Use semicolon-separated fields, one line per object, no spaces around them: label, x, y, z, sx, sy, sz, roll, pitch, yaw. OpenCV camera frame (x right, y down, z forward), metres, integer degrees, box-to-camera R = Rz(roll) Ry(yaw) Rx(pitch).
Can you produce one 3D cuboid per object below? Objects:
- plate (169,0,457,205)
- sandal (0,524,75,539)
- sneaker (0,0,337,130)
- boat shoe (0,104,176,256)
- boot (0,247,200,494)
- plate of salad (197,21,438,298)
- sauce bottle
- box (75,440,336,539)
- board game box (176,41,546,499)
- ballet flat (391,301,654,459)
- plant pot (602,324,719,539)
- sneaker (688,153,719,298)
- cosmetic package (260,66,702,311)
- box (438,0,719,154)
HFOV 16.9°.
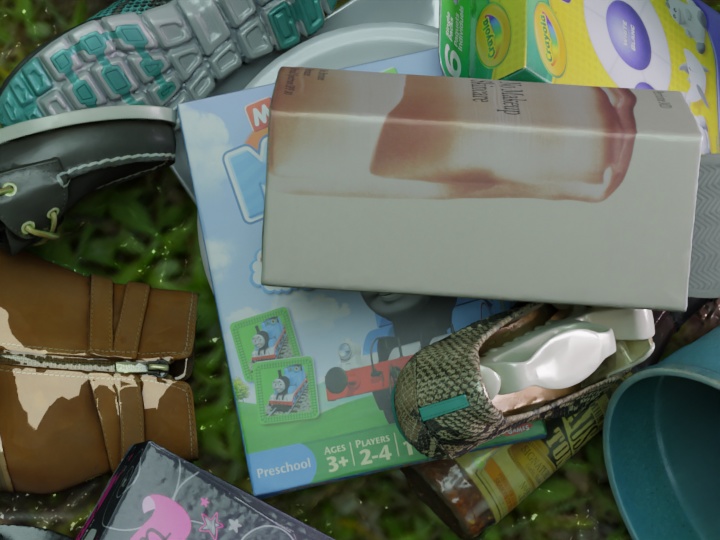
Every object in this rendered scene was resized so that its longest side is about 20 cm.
plate;0.018;-0.045;1.307;0.199;0.032;0.200;-31;77;-9
sandal;-0.218;0.152;1.237;0.198;0.045;0.076;17;74;3
sneaker;-0.108;-0.123;1.301;0.199;0.091;0.078;-28;112;-15
boat shoe;-0.183;-0.035;1.208;0.199;0.072;0.061;-14;79;-10
boot;-0.161;0.015;1.261;0.154;0.077;0.202;-5;75;-3
plate of salad;0.015;-0.028;1.261;0.198;0.048;0.202;0;84;3
sauce bottle;0.110;0.055;1.263;0.200;0.066;0.066;-41;79;-10
box;-0.098;0.199;1.170;0.131;0.115;0.201;28;80;-7
board game box;0.000;0.000;1.216;0.150;0.037;0.202;-12;82;1
ballet flat;0.095;0.038;1.148;0.199;0.075;0.068;-24;94;-50
plant pot;0.255;0.087;1.203;0.187;0.200;0.200;-34;77;-26
sneaker;0.225;-0.031;1.237;0.198;0.115;0.074;-7;92;24
cosmetic package;0.055;-0.040;1.141;0.198;0.103;0.088;4;105;-1
box;0.115;-0.117;1.251;0.199;0.048;0.118;25;55;-38
